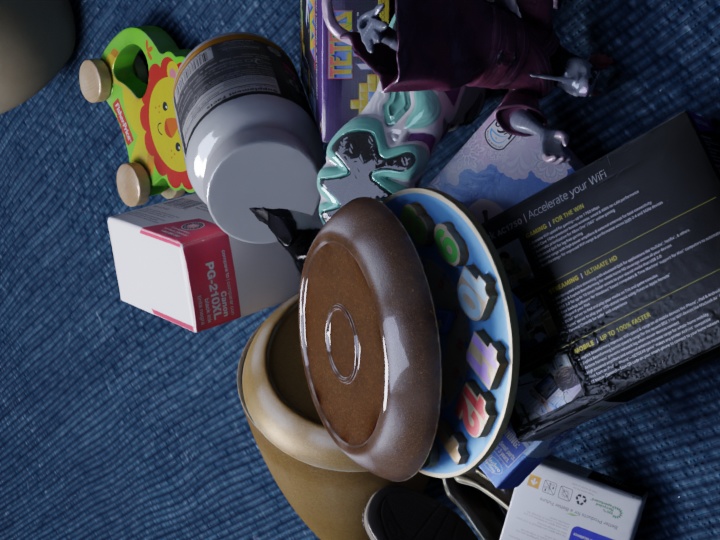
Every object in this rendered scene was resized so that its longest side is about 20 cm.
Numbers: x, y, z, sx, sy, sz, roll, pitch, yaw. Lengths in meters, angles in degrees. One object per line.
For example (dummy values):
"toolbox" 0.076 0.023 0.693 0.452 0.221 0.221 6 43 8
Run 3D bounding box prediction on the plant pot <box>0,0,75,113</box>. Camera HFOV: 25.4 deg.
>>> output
"plant pot" -0.413 -0.282 1.865 0.200 0.134 0.201 28 125 49

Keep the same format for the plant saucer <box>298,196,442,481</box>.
"plant saucer" -0.001 0.050 1.116 0.200 0.032 0.201 174 90 -67

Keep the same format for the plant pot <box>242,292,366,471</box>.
"plant pot" 0.000 0.074 1.308 0.200 0.200 0.028 49 158 35

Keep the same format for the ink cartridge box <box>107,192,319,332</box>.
"ink cartridge box" -0.102 -0.024 1.427 0.145 0.199 0.085 18 120 53

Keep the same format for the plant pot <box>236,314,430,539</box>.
"plant pot" -0.006 0.151 1.400 0.186 0.186 0.200 48 155 36

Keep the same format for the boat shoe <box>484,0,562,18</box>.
"boat shoe" 0.113 -0.273 1.116 0.093 0.075 0.201 36 139 36

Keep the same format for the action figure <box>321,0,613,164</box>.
"action figure" 0.082 -0.147 1.097 0.149 0.199 0.135 6 83 62

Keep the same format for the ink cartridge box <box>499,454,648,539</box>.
"ink cartridge box" 0.145 0.245 1.218 0.094 0.037 0.201 19 101 17

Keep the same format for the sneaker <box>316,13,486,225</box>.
"sneaker" 0.048 -0.110 1.221 0.078 0.140 0.201 32 102 19

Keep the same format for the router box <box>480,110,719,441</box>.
"router box" 0.168 0.007 1.062 0.200 0.051 0.150 -29 73 25

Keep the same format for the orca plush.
"orca plush" 0.000 0.000 1.267 0.105 0.200 0.071 0 81 34

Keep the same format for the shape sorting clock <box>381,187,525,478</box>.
"shape sorting clock" 0.043 0.043 1.100 0.200 0.039 0.201 17 111 52

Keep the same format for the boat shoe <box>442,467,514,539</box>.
"boat shoe" 0.137 0.225 1.279 0.200 0.068 0.075 51 139 31

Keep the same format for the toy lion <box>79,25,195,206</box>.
"toy lion" -0.203 -0.168 1.663 0.192 0.068 0.201 -37 71 49

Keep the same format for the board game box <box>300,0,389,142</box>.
"board game box" -0.015 -0.224 1.280 0.165 0.056 0.201 -106 15 -65

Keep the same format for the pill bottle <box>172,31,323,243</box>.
"pill bottle" -0.094 -0.113 1.350 0.200 0.116 0.117 -110 23 -56

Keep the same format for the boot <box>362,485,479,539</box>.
"boot" 0.062 0.265 1.357 0.200 0.073 0.151 36 153 -10

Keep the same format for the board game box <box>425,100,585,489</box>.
"board game box" 0.109 0.016 1.150 0.199 0.043 0.200 -48 66 18
